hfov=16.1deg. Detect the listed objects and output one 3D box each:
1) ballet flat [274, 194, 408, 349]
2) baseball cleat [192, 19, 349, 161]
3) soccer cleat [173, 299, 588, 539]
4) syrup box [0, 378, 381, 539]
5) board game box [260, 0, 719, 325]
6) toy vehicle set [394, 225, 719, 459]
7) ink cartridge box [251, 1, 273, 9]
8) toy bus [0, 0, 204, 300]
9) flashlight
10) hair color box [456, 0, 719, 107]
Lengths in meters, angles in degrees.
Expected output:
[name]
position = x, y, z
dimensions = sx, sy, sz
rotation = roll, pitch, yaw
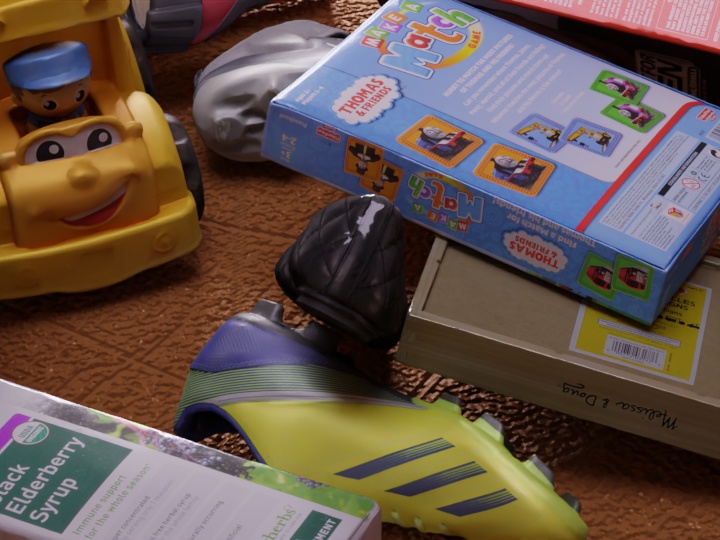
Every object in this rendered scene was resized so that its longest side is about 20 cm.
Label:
[ballet flat]
position = 0.000, 0.000, 1.138
dimensions = 0.066, 0.057, 0.200
rotation = 30, -2, -3
[baseball cleat]
position = 0.012, -0.103, 1.333
dimensions = 0.200, 0.070, 0.106
rotation = -1, 31, -4
[soccer cleat]
position = 0.007, 0.086, 1.104
dimensions = 0.200, 0.065, 0.084
rotation = 27, 75, 27
[syrup box]
position = -0.097, 0.117, 1.034
dimensions = 0.200, 0.081, 0.079
rotation = 17, 40, 21
[board game box]
position = 0.076, -0.060, 1.197
dimensions = 0.200, 0.037, 0.151
rotation = 25, 37, 16
[toy vehicle set]
position = 0.124, 0.027, 1.143
dimensions = 0.200, 0.027, 0.124
rotation = 17, 32, 6
[ink cartridge box]
position = -0.128, -0.207, 1.433
dimensions = 0.200, 0.048, 0.146
rotation = -16, 76, -17
[toy bus]
position = -0.162, -0.111, 1.252
dimensions = 0.136, 0.192, 0.200
rotation = -13, 40, -17
[flashlight]
position = -0.035, -0.157, 1.391
dimensions = 0.200, 0.068, 0.068
rotation = -6, 5, -27
[hair color box]
position = 0.120, -0.135, 1.317
dimensions = 0.200, 0.102, 0.061
rotation = 15, 73, 13
